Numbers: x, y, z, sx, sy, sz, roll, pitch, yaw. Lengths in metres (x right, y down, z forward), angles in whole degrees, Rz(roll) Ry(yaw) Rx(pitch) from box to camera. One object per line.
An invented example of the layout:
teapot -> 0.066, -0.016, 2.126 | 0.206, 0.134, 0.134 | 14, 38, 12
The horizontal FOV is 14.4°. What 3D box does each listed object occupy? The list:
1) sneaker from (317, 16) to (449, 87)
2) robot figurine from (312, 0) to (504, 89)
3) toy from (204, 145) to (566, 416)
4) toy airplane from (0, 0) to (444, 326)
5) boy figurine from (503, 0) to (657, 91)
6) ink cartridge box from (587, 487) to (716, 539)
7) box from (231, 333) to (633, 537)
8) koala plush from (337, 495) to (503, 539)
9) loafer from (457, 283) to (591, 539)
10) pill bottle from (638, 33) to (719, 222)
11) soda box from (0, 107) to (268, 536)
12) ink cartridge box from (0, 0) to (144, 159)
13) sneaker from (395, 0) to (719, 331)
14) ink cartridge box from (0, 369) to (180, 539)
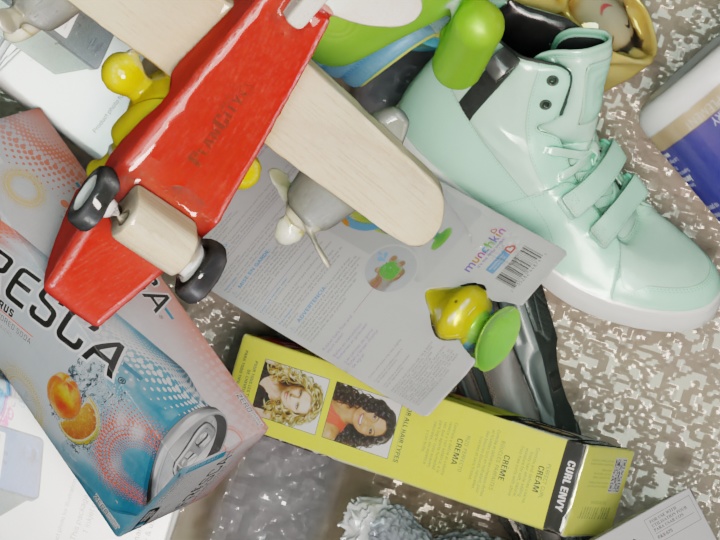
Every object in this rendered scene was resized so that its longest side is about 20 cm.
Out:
sneaker -> 0.018, -0.188, 1.495 | 0.130, 0.080, 0.201 | 31, 89, -7
robot figurine -> 0.015, -0.175, 1.382 | 0.199, 0.116, 0.176 | -27, 76, 17
toy -> 0.000, 0.000, 1.467 | 0.199, 0.047, 0.115 | 28, 67, 36
toy airplane -> -0.067, -0.090, 1.311 | 0.198, 0.141, 0.201 | -13, 103, -16
boy figurine -> 0.093, -0.181, 1.481 | 0.064, 0.124, 0.201 | -11, 109, 39
ink cartridge box -> 0.096, 0.191, 1.369 | 0.199, 0.044, 0.094 | -26, 85, -25
box -> 0.033, 0.084, 1.451 | 0.199, 0.075, 0.050 | 17, 92, 26
koala plush -> 0.041, 0.223, 1.432 | 0.176, 0.184, 0.201 | 20, 90, -3
loafer -> 0.081, 0.083, 1.504 | 0.063, 0.072, 0.201 | -15, 83, 17
pill bottle -> 0.248, -0.042, 1.481 | 0.116, 0.116, 0.200 | -41, 91, -2
soda box -> -0.134, 0.022, 1.348 | 0.200, 0.068, 0.064 | 53, 129, 13
ink cartridge box -> -0.151, -0.121, 1.449 | 0.200, 0.146, 0.084 | 38, 89, -2
sneaker -> 0.118, -0.055, 1.458 | 0.200, 0.074, 0.118 | 34, 133, -1
ink cartridge box -> -0.186, 0.091, 1.445 | 0.199, 0.145, 0.088 | 18, 90, -3
